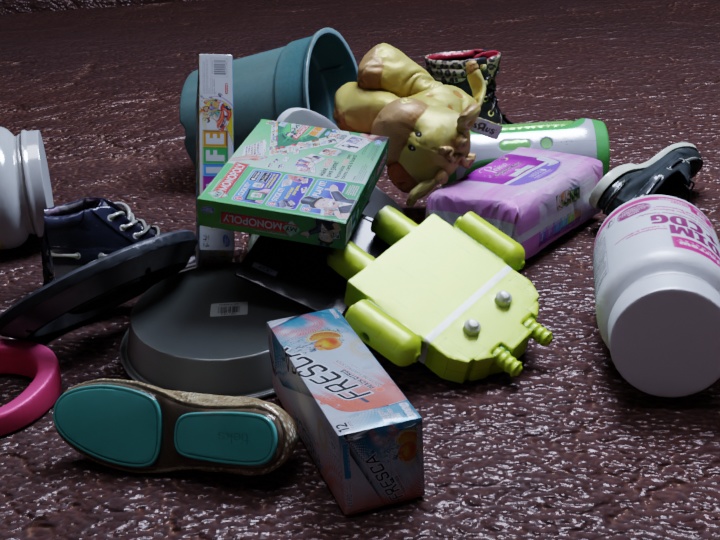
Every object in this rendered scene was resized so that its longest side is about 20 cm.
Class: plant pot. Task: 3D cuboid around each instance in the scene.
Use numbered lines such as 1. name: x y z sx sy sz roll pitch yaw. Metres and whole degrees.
1. plant pot: -0.117 -0.203 1.509 0.196 0.200 0.200 -4 21 21

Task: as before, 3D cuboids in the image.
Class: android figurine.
1. android figurine: 0.072 0.021 1.008 0.200 0.041 0.182 37 53 24

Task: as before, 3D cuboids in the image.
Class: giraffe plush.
1. giraffe plush: 0.066 -0.150 1.288 0.200 0.173 0.162 3 23 1

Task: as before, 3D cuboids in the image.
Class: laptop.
1. laptop: 0.000 0.000 1.110 0.177 0.103 0.200 24 -1 9

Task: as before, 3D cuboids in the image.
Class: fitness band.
1. fitness band: -0.358 0.098 0.996 0.200 0.037 0.144 3 23 13

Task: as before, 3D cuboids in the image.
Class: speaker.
1. speaker: 0.199 -0.141 1.418 0.200 0.089 0.088 -3 22 2

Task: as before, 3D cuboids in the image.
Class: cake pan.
1. cake pan: -0.118 0.049 1.043 0.200 0.037 0.200 -1 29 1

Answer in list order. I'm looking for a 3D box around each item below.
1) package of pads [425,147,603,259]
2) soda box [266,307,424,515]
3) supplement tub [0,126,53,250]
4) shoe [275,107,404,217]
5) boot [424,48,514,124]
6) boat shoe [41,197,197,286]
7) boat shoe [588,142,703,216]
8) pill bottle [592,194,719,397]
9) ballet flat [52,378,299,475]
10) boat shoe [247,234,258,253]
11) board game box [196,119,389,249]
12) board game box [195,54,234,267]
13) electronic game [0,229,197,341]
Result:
1. package of pads: 0.170 -0.073 1.269 0.120 0.076 0.200 14 28 34
2. soda box: -0.016 0.101 0.880 0.063 0.068 0.200 -11 24 -16
3. supplement tub: -0.462 -0.089 1.330 0.200 0.146 0.145 -9 22 -10
4. shoe: -0.038 -0.103 1.261 0.072 0.200 0.091 -52 32 -10
5. boot: 0.173 -0.206 1.495 0.200 0.151 0.073 3 23 19
6. boat shoe: -0.240 -0.033 1.220 0.200 0.093 0.075 -9 23 -12
7. boat shoe: 0.340 -0.092 1.305 0.199 0.075 0.066 -15 52 -46
8. pill bottle: 0.256 0.019 0.978 0.113 0.114 0.200 0 23 10
9. ballet flat: -0.137 0.123 0.883 0.200 0.071 0.065 7 -3 20
10. boat shoe: -0.083 -0.032 1.220 0.072 0.061 0.201 -12 42 -3
11. board game box: -0.057 -0.086 1.079 0.134 0.029 0.200 9 29 9
12. board game box: -0.149 -0.099 1.171 0.034 0.200 0.134 0 -14 -9
13. electronic game: -0.244 0.012 1.074 0.200 0.042 0.200 -27 -2 -1
